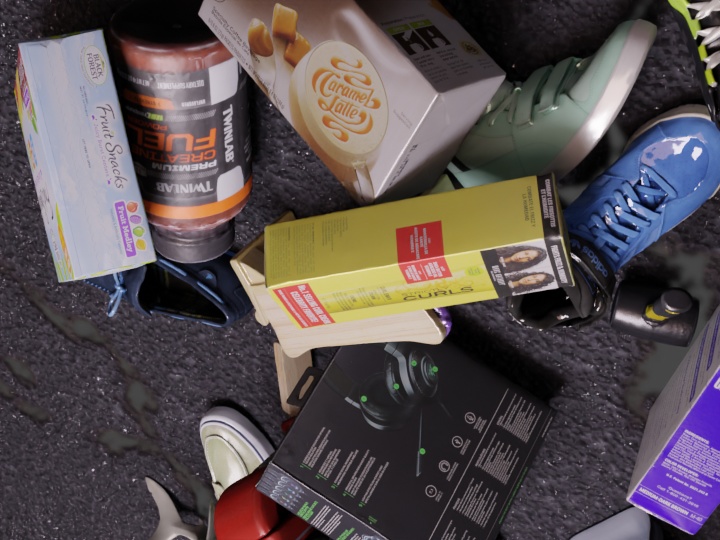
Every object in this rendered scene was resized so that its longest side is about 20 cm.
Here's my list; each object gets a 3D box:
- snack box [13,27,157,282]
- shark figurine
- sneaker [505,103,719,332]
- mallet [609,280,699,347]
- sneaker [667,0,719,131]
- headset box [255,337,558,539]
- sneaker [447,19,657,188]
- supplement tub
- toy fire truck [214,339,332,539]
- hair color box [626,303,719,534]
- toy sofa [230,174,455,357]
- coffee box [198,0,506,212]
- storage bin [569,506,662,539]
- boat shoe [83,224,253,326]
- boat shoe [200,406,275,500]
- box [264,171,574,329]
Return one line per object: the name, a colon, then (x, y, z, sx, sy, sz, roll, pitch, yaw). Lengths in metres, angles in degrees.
snack box: (-0.217, -0.079, 0.916, 0.200, 0.067, 0.172, 180, 77, -74)
shark figurine: (-0.165, 0.271, 1.209, 0.126, 0.214, 0.091, -1, 102, -12)
sneaker: (0.178, -0.026, 0.832, 0.077, 0.112, 0.199, 44, 131, -9)
mallet: (0.219, 0.029, 0.820, 0.065, 0.200, 0.042, 14, 88, 3)
sneaker: (0.243, -0.134, 0.739, 0.071, 0.083, 0.201, -21, 112, 36)
headset box: (0.032, 0.145, 0.976, 0.198, 0.175, 0.093, 32, 154, 1)
sneaker: (0.108, -0.121, 0.815, 0.118, 0.074, 0.201, 38, 138, -2)
supplement tub: (-0.137, -0.107, 0.936, 0.105, 0.107, 0.203, 13, 129, 17)
toy fire truck: (-0.060, 0.174, 1.068, 0.128, 0.176, 0.202, -32, 91, 40)
hair color box: (0.271, 0.086, 0.868, 0.064, 0.110, 0.202, 25, 131, 7)
toy sofa: (0.000, 0.000, 0.935, 0.198, 0.083, 0.099, -10, 117, 45)
coffee box: (-0.010, -0.156, 0.808, 0.201, 0.079, 0.115, 51, 134, 17)
storage bin: (0.249, 0.326, 1.009, 0.134, 0.202, 0.145, 35, 133, -17)
boat shoe: (-0.187, 0.002, 1.064, 0.197, 0.069, 0.085, 6, 126, 23)
boat shoe: (-0.112, 0.230, 1.196, 0.071, 0.062, 0.202, -7, 120, 30)
box: (0.039, -0.010, 0.789, 0.196, 0.051, 0.075, -9, 152, 13)
